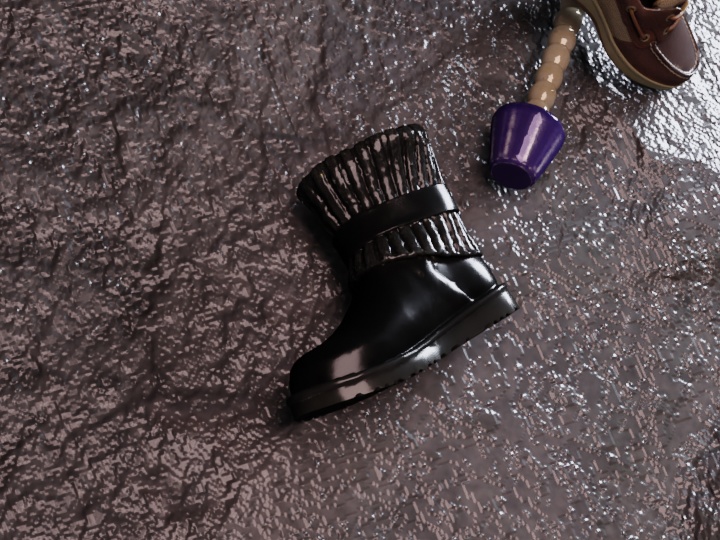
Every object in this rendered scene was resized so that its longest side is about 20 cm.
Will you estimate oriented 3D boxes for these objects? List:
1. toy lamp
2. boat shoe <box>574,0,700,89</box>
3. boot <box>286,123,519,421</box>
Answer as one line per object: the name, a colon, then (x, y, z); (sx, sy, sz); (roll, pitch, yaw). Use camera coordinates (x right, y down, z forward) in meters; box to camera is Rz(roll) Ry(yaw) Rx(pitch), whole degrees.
toy lamp: (0.140, -0.147, 1.728); (0.058, 0.058, 0.200); (29, 56, -10)
boat shoe: (0.214, -0.201, 1.727); (0.200, 0.072, 0.072); (46, 51, -43)
boot: (-0.001, 0.001, 1.579); (0.211, 0.079, 0.158); (-29, 88, -42)
